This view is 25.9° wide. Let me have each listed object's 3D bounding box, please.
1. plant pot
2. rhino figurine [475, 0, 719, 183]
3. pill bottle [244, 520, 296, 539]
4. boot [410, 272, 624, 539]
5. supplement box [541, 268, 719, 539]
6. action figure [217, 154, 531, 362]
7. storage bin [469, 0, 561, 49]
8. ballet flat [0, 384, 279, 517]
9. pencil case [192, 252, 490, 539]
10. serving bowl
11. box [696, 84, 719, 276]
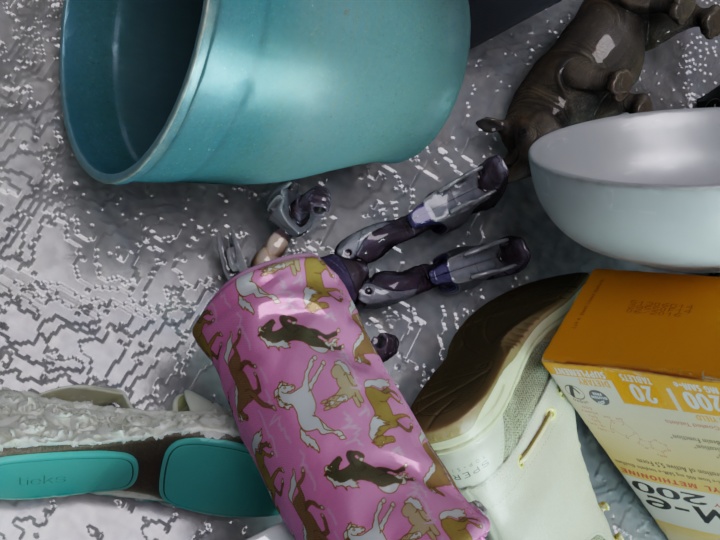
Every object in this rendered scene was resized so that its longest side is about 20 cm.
[{"bbox_3d":[-0.048,-0.137,0.897,0.188,0.200,0.200,7,72,-32],"label":"plant pot"},{"bbox_3d":[0.144,-0.119,1.008,0.200,0.087,0.060,-48,131,-22],"label":"rhino figurine"},{"bbox_3d":[-0.019,0.235,0.833,0.109,0.109,0.200,-23,82,-22],"label":"pill bottle"},{"bbox_3d":[0.111,0.102,0.930,0.155,0.072,0.200,63,36,-15],"label":"boot"},{"bbox_3d":[0.209,0.093,0.893,0.200,0.126,0.074,52,59,-33],"label":"supplement box"},{"bbox_3d":[0.000,0.000,0.931,0.200,0.069,0.130,-23,93,-18],"label":"action figure"},{"bbox_3d":[0.094,-0.230,0.968,0.146,0.200,0.134,-36,99,-23],"label":"storage bin"},{"bbox_3d":[-0.119,0.092,0.869,0.200,0.072,0.072,7,73,-18],"label":"ballet flat"},{"bbox_3d":[-0.012,0.084,0.821,0.086,0.083,0.200,-1,52,-49],"label":"pencil case"},{"bbox_3d":[0.195,-0.042,0.883,0.200,0.200,0.066,-12,108,-21],"label":"serving bowl"},{"bbox_3d":[0.316,-0.034,1.012,0.148,0.124,0.200,3,75,-18],"label":"box"}]
